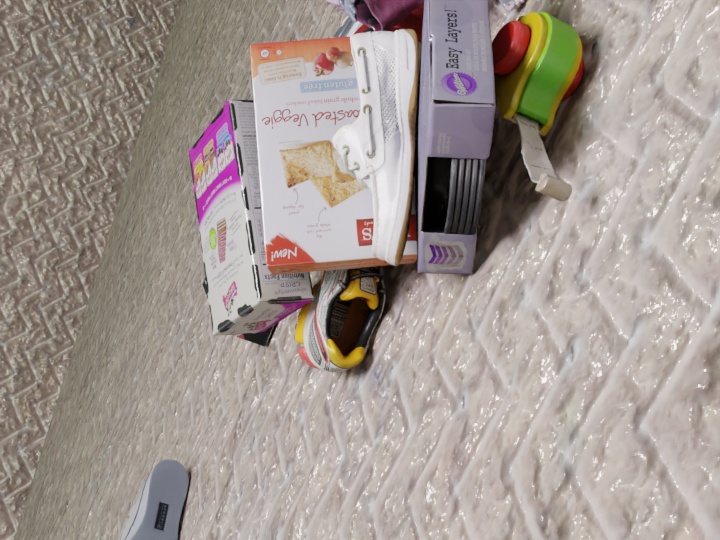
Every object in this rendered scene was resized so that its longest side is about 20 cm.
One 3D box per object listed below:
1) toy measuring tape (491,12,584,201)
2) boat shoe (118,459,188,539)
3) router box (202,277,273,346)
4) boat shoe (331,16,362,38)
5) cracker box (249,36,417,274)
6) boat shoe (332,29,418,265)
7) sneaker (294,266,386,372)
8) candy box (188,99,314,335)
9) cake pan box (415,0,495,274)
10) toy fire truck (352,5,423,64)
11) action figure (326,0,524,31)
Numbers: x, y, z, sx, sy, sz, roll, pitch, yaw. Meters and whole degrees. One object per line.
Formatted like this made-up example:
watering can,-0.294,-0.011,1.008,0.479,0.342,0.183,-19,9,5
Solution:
toy measuring tape,0.136,-0.134,0.754,0.074,0.073,0.200,-55,25,33
boat shoe,-0.279,0.345,1.322,0.086,0.074,0.203,-43,30,48
router box,-0.135,-0.010,1.313,0.150,0.062,0.200,-65,21,8
boat shoe,-0.023,-0.243,1.242,0.200,0.072,0.068,-56,26,25
cracker box,-0.023,-0.102,0.916,0.058,0.133,0.201,97,168,-83
boat shoe,0.011,-0.102,0.856,0.071,0.069,0.201,90,-178,-76
sneaker,0.000,0.000,0.970,0.082,0.078,0.201,11,90,65
candy box,-0.111,-0.049,1.017,0.136,0.061,0.201,-31,65,60
cake pan box,0.071,-0.123,0.822,0.185,0.052,0.201,88,-177,-48
toy fire truck,0.028,-0.254,1.084,0.176,0.128,0.201,-24,37,63
action figure,0.065,-0.287,0.961,0.135,0.199,0.149,69,168,-11
